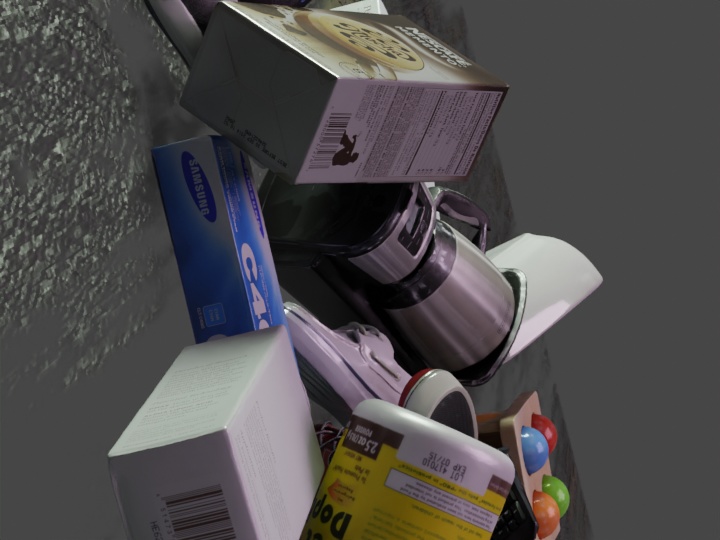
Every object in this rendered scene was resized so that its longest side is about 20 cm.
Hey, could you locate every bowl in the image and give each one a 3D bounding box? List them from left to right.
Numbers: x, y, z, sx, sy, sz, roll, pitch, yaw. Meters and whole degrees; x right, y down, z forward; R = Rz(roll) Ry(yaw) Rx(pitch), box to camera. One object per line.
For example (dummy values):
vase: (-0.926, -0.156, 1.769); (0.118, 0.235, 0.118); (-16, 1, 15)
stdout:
bowl: (0.092, 0.040, 1.639); (0.200, 0.199, 0.075); (-33, 94, -43)

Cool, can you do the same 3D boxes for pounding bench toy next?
pounding bench toy: (0.099, 0.219, 1.604); (0.124, 0.155, 0.201); (-29, 110, -74)

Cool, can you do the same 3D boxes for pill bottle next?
pill bottle: (0.010, 0.187, 1.148); (0.201, 0.109, 0.109); (-67, 163, -6)

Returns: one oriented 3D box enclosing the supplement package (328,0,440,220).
supplement package: (-0.004, -0.100, 1.608); (0.156, 0.110, 0.201); (59, 20, -60)

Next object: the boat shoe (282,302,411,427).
boat shoe: (-0.008, 0.070, 1.379); (0.067, 0.073, 0.200); (-57, 137, -17)

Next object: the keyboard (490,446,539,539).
keyboard: (0.044, 0.205, 1.379); (0.040, 0.200, 0.104); (15, 39, -39)

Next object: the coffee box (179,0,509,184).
coffee box: (-0.007, -0.118, 1.261); (0.200, 0.113, 0.080); (-5, 125, -54)

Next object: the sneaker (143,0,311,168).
sneaker: (-0.065, -0.158, 1.306); (0.073, 0.112, 0.200); (49, -6, 34)

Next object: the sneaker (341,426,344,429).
sneaker: (0.027, 0.201, 1.505); (0.089, 0.074, 0.201); (-88, 162, -50)

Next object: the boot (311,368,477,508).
boot: (0.006, 0.121, 1.309); (0.144, 0.072, 0.201); (36, -39, 29)

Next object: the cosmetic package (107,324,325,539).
cosmetic package: (-0.077, 0.110, 1.072); (0.200, 0.074, 0.102); (-66, 143, -76)

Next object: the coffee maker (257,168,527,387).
coffee maker: (0.000, 0.000, 1.430); (0.200, 0.191, 0.135); (46, 34, -43)

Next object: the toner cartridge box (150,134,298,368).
toner cartridge box: (-0.083, 0.014, 1.232); (0.095, 0.043, 0.201); (-17, 93, -81)
